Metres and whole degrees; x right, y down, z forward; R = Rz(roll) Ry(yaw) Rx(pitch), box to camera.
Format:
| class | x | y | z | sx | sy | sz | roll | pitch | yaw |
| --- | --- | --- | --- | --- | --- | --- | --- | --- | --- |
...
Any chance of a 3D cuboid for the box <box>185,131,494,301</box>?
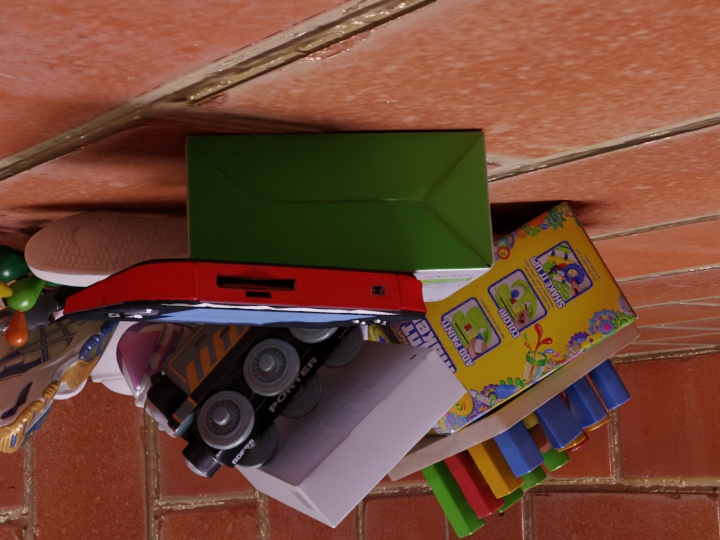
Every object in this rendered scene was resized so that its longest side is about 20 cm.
| class | x | y | z | sx | sy | sz | roll | pitch | yaw |
| --- | --- | --- | --- | --- | --- | --- | --- | --- | --- |
| box | -0.022 | -0.029 | 0.946 | 0.198 | 0.098 | 0.176 | -2 | 173 | -6 |

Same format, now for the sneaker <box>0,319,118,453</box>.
| class | x | y | z | sx | sy | sz | roll | pitch | yaw |
| --- | --- | --- | --- | --- | --- | --- | --- | --- | --- |
| sneaker | -0.288 | 0.072 | 1.207 | 0.088 | 0.076 | 0.200 | 33 | -144 | 5 |

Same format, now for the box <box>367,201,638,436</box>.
| class | x | y | z | sx | sy | sz | roll | pitch | yaw |
| --- | --- | --- | --- | --- | --- | --- | --- | --- | --- |
| box | 0.119 | 0.052 | 1.238 | 0.192 | 0.123 | 0.200 | -31 | 176 | -8 |

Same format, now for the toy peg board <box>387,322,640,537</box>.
| class | x | y | z | sx | sy | sz | roll | pitch | yaw |
| --- | --- | --- | --- | --- | --- | --- | --- | --- | --- |
| toy peg board | 0.161 | 0.157 | 1.272 | 0.199 | 0.098 | 0.199 | -29 | 176 | -35 |

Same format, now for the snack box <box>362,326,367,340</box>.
| class | x | y | z | sx | sy | sz | roll | pitch | yaw |
| --- | --- | --- | --- | --- | --- | --- | --- | --- | --- |
| snack box | -0.028 | 0.043 | 1.260 | 0.072 | 0.024 | 0.201 | 26 | 143 | 22 |

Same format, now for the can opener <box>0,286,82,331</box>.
| class | x | y | z | sx | sy | sz | roll | pitch | yaw |
| --- | --- | --- | --- | --- | --- | --- | --- | --- | --- |
| can opener | -0.290 | 0.040 | 1.306 | 0.199 | 0.054 | 0.067 | -28 | -171 | -37 |

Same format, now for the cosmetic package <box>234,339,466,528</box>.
| class | x | y | z | sx | sy | sz | roll | pitch | yaw |
| --- | --- | --- | --- | --- | --- | --- | --- | --- | --- |
| cosmetic package | -0.018 | 0.125 | 1.107 | 0.151 | 0.052 | 0.200 | -46 | -165 | -15 |

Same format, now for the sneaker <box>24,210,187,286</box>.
| class | x | y | z | sx | sy | sz | roll | pitch | yaw |
| --- | --- | --- | --- | --- | --- | --- | --- | --- | --- |
| sneaker | -0.177 | 0.012 | 1.134 | 0.199 | 0.074 | 0.119 | -3 | 139 | -12 |

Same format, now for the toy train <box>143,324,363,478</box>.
| class | x | y | z | sx | sy | sz | roll | pitch | yaw |
| --- | --- | --- | --- | --- | --- | --- | --- | --- | --- |
| toy train | -0.083 | 0.066 | 1.074 | 0.114 | 0.200 | 0.085 | 38 | 174 | 29 |

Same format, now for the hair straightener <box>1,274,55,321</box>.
| class | x | y | z | sx | sy | sz | roll | pitch | yaw |
| --- | --- | --- | --- | --- | --- | --- | --- | --- | --- |
| hair straightener | -0.311 | 0.023 | 1.356 | 0.041 | 0.078 | 0.200 | -18 | 168 | 7 |

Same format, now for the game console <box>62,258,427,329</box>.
| class | x | y | z | sx | sy | sz | roll | pitch | yaw |
| --- | --- | --- | --- | --- | --- | --- | --- | --- | --- |
| game console | -0.075 | 0.023 | 0.873 | 0.199 | 0.031 | 0.177 | 4 | 169 | -28 |

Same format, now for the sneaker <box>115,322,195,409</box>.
| class | x | y | z | sx | sy | sz | roll | pitch | yaw |
| --- | --- | --- | --- | --- | --- | --- | --- | --- | --- |
| sneaker | -0.142 | 0.085 | 1.175 | 0.088 | 0.081 | 0.200 | 35 | -174 | 41 |

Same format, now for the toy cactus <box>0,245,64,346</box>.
| class | x | y | z | sx | sy | sz | roll | pitch | yaw |
| --- | --- | --- | --- | --- | --- | --- | --- | --- | --- |
| toy cactus | -0.272 | 0.005 | 1.217 | 0.198 | 0.103 | 0.165 | -9 | -175 | -16 |

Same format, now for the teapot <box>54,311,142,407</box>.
| class | x | y | z | sx | sy | sz | roll | pitch | yaw |
| --- | --- | --- | --- | --- | --- | --- | --- | --- | --- |
| teapot | -0.260 | 0.087 | 1.590 | 0.198 | 0.147 | 0.197 | -4 | 172 | 20 |

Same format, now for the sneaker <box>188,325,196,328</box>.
| class | x | y | z | sx | sy | sz | roll | pitch | yaw |
| --- | --- | --- | --- | --- | --- | --- | --- | --- | --- |
| sneaker | -0.177 | 0.039 | 1.270 | 0.084 | 0.076 | 0.200 | 4 | -151 | 26 |
